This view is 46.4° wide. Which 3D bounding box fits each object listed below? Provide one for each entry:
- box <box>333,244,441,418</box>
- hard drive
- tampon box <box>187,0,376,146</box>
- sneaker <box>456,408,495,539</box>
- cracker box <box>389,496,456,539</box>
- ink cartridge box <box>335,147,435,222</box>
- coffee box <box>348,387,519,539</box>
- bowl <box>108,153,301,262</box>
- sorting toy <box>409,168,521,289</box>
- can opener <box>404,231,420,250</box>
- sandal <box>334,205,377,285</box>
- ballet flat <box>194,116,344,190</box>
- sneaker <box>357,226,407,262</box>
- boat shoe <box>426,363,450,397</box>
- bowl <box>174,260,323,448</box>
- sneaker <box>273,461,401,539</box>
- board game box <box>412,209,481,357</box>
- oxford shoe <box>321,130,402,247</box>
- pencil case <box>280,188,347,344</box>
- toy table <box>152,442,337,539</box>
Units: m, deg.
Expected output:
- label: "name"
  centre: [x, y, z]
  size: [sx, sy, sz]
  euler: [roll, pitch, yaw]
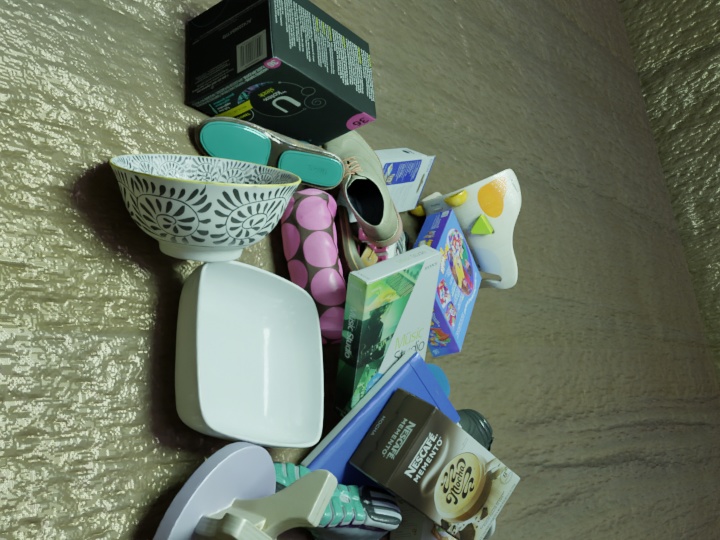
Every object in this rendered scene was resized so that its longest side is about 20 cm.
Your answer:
- label: "box"
  centre: [0.034, 0.078, 1.059]
  size: [0.144, 0.036, 0.200]
  euler: [-22, 127, -44]
- label: "hard drive"
  centre: [0.031, 0.215, 1.061]
  size: [0.200, 0.025, 0.132]
  euler: [-44, 122, -20]
- label: "tampon box"
  centre: [-0.100, -0.255, 1.085]
  size: [0.200, 0.150, 0.126]
  euler: [21, 57, -49]
- label: "sneaker"
  centre: [0.179, 0.302, 1.288]
  size: [0.099, 0.071, 0.200]
  euler: [-12, 80, -51]
- label: "cracker box"
  centre: [0.100, 0.377, 1.152]
  size: [0.134, 0.058, 0.200]
  euler: [42, 43, -37]
- label: "ink cartridge box"
  centre: [0.039, -0.133, 1.279]
  size: [0.200, 0.039, 0.100]
  euler: [-14, 130, -56]
- label: "coffee box"
  centre: [0.096, 0.250, 1.048]
  size: [0.200, 0.080, 0.113]
  euler: [42, 77, -34]
- label: "bowl"
  centre: [-0.169, -0.065, 0.902]
  size: [0.201, 0.201, 0.094]
  euler: [-12, 113, -56]
- label: "sorting toy"
  centre: [0.184, -0.050, 1.383]
  size: [0.107, 0.200, 0.180]
  euler: [-28, 98, -30]
- label: "can opener"
  centre: [0.071, 0.033, 1.279]
  size: [0.063, 0.079, 0.200]
  euler: [3, 70, -7]
- label: "sandal"
  centre: [0.000, 0.000, 1.137]
  size: [0.054, 0.080, 0.200]
  euler: [-5, 53, -22]
- label: "ballet flat"
  centre: [-0.119, -0.149, 1.075]
  size: [0.200, 0.068, 0.067]
  euler: [18, 14, -23]
- label: "sneaker"
  centre: [0.030, 0.010, 1.213]
  size: [0.087, 0.074, 0.200]
  euler: [46, 47, -50]
- label: "boat shoe"
  centre: [0.051, 0.182, 1.172]
  size: [0.200, 0.069, 0.084]
  euler: [-14, 74, -51]
- label: "bowl"
  centre: [-0.130, 0.100, 0.942]
  size: [0.200, 0.075, 0.200]
  euler: [23, 57, -47]
- label: "sneaker"
  centre: [-0.053, 0.288, 0.975]
  size: [0.200, 0.088, 0.074]
  euler: [22, 28, -22]
- label: "board game box"
  centre: [0.124, 0.015, 1.264]
  size: [0.135, 0.045, 0.200]
  euler: [64, 28, -23]
- label: "oxford shoe"
  centre: [-0.002, -0.129, 1.131]
  size: [0.200, 0.071, 0.074]
  euler: [61, 3, 20]
- label: "pencil case"
  centre: [-0.053, -0.002, 1.091]
  size: [0.094, 0.091, 0.200]
  euler: [16, 60, -57]
- label: "toy table"
  centre: [-0.109, 0.270, 0.803]
  size: [0.184, 0.117, 0.200]
  euler: [40, 63, -48]
